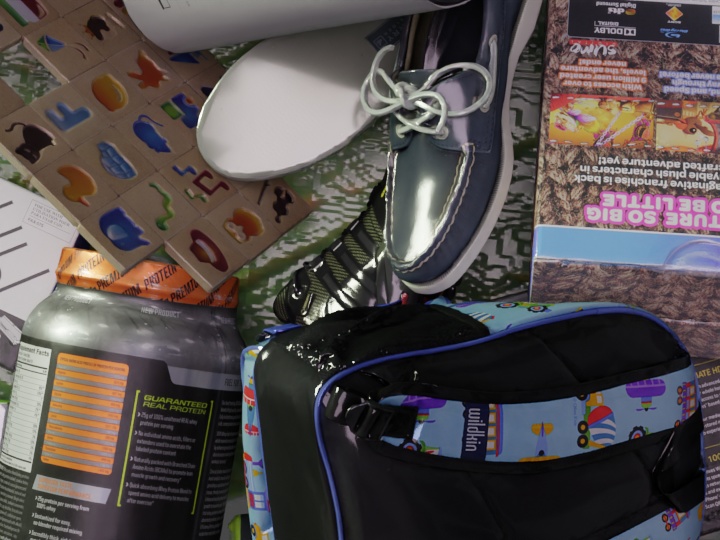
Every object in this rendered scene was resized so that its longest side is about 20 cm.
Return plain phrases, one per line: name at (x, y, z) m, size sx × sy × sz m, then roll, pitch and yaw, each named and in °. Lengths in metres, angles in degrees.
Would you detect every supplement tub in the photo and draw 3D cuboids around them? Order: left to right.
supplement tub at (-0.126, 0.094, 0.913) m, size 0.122 × 0.123 × 0.201 m, roll 10°, pitch 88°, yaw 3°

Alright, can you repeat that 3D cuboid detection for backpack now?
backpack at (0.058, 0.094, 0.821) m, size 0.199 × 0.134 × 0.183 m, roll -14°, pitch 106°, yaw -23°

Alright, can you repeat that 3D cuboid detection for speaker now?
speaker at (-0.030, -0.157, 0.858) m, size 0.199 × 0.081 × 0.082 m, roll -2°, pitch 87°, yaw 45°

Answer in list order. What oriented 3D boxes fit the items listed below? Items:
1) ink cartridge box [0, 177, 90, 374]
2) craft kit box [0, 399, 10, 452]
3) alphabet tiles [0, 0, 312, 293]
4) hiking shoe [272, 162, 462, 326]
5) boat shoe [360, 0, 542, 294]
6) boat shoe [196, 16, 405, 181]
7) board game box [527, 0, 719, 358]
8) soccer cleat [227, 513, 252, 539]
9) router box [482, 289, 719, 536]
ink cartridge box at (-0.255, -0.026, 0.962) m, size 0.199 × 0.044 × 0.094 m, roll 24°, pitch 87°, yaw 3°
craft kit box at (-0.296, 0.157, 0.959) m, size 0.197 × 0.049 × 0.201 m, roll 6°, pitch 88°, yaw 6°
alphabet tiles at (-0.121, -0.080, 0.914) m, size 0.200 × 0.167 × 0.008 m, roll 45°, pitch 130°, yaw 4°
hiking shoe at (0.000, 0.000, 0.931) m, size 0.100 × 0.076 × 0.201 m, roll 3°, pitch 71°, yaw 24°
boat shoe at (0.043, -0.090, 0.857) m, size 0.075 × 0.062 × 0.201 m, roll 8°, pitch 77°, yaw 43°
boat shoe at (0.000, -0.111, 0.940) m, size 0.201 × 0.072 × 0.070 m, roll -37°, pitch 86°, yaw -7°
board game box at (0.169, -0.066, 0.880) m, size 0.159 × 0.097 × 0.201 m, roll 5°, pitch 64°, yaw 5°
soccer cleat at (-0.030, 0.225, 0.938) m, size 0.081 × 0.068 × 0.201 m, roll -11°, pitch 93°, yaw -9°
router box at (0.173, 0.064, 0.927) m, size 0.199 × 0.051 × 0.150 m, roll -15°, pitch 87°, yaw -4°
